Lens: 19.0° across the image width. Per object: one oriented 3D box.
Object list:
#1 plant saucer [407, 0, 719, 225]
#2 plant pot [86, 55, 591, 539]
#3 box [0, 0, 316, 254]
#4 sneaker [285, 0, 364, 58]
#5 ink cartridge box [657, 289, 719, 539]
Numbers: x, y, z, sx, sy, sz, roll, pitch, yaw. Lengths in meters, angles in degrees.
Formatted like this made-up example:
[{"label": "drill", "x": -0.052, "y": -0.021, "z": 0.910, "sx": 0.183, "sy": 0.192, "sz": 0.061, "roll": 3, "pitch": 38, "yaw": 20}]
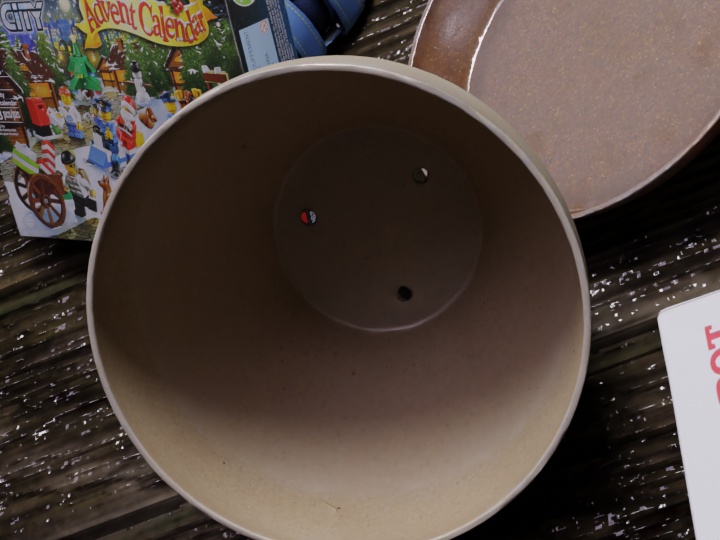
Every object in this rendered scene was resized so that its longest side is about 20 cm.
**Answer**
[{"label": "plant saucer", "x": 0.109, "y": -0.105, "z": 0.974, "sx": 0.199, "sy": 0.034, "sz": 0.202, "roll": -23, "pitch": 51, "yaw": 32}, {"label": "plant pot", "x": 0.000, "y": 0.000, "z": 0.896, "sx": 0.199, "sy": 0.201, "sz": 0.135, "roll": -24, "pitch": 12, "yaw": 15}, {"label": "box", "x": -0.108, "y": -0.081, "z": 1.033, "sx": 0.199, "sy": 0.138, "sz": 0.038, "roll": 4, "pitch": 25, "yaw": 43}, {"label": "sneaker", "x": -0.041, "y": -0.137, "z": 1.093, "sx": 0.082, "sy": 0.074, "sz": 0.201, "roll": -13, "pitch": 52, "yaw": 21}, {"label": "ink cartridge box", "x": 0.219, "y": 0.075, "z": 0.697, "sx": 0.199, "sy": 0.146, "sz": 0.148, "roll": -20, "pitch": 48, "yaw": 19}]
